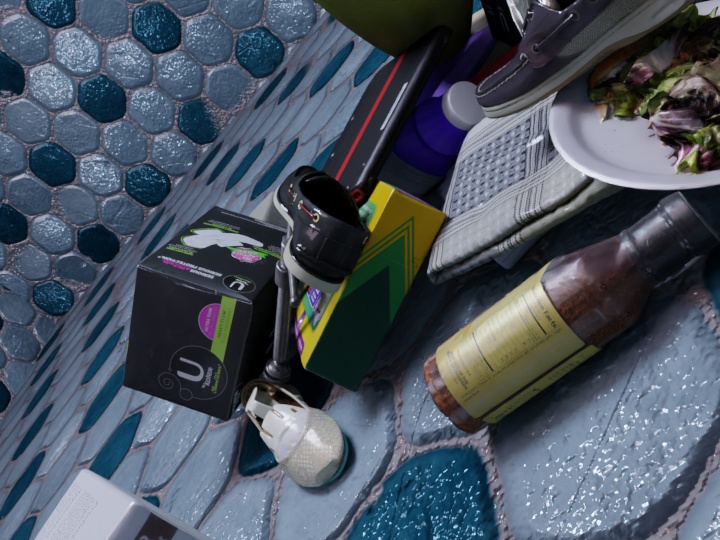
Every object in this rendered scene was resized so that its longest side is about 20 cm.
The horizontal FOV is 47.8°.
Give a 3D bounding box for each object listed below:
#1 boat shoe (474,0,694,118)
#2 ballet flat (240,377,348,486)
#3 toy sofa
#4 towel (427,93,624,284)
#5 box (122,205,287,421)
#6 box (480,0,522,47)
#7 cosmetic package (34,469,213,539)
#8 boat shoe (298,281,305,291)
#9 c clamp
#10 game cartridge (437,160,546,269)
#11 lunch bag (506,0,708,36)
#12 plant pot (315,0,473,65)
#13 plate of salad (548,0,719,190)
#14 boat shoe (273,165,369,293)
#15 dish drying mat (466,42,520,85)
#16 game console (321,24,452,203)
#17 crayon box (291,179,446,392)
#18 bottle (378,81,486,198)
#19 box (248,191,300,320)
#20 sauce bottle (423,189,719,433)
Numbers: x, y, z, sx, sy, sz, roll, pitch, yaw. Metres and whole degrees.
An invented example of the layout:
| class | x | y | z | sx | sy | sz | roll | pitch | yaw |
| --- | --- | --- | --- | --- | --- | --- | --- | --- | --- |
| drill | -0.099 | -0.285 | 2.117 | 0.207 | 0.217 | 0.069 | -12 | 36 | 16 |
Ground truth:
| class | x | y | z | sx | sy | sz | roll | pitch | yaw |
| --- | --- | --- | --- | --- | --- | --- | --- | --- | --- |
| boat shoe | 0.147 | -0.174 | 0.562 | 0.200 | 0.065 | 0.072 | -27 | 21 | 52 |
| ballet flat | -0.073 | 0.146 | 0.756 | 0.068 | 0.062 | 0.200 | -63 | 21 | -5 |
| toy sofa | 0.104 | -0.227 | 0.964 | 0.200 | 0.098 | 0.083 | -58 | 20 | -18 |
| towel | 0.136 | -0.097 | 0.655 | 0.200 | 0.035 | 0.193 | -31 | 28 | 44 |
| box | -0.152 | 0.039 | 0.890 | 0.200 | 0.124 | 0.149 | -57 | -17 | -65 |
| box | 0.169 | -0.349 | 0.847 | 0.106 | 0.200 | 0.122 | -23 | 24 | 3 |
| cosmetic package | -0.170 | 0.268 | 0.608 | 0.165 | 0.165 | 0.200 | -60 | 20 | -19 |
| boat shoe | -0.030 | -0.062 | 1.020 | 0.200 | 0.065 | 0.072 | -57 | 20 | -14 |
| c clamp | -0.075 | 0.033 | 0.774 | 0.200 | 0.027 | 0.171 | 100 | 171 | -45 |
| game cartridge | 0.141 | -0.088 | 0.731 | 0.133 | 0.042 | 0.200 | -44 | 21 | 10 |
| lunch bag | 0.197 | -0.294 | 0.694 | 0.164 | 0.118 | 0.200 | -16 | 70 | 2 |
| plant pot | 0.045 | -0.309 | 0.866 | 0.187 | 0.200 | 0.187 | -9 | 66 | 22 |
| plate of salad | 0.218 | -0.127 | 0.523 | 0.200 | 0.048 | 0.200 | -18 | 40 | 15 |
| boat shoe | -0.032 | -0.052 | 0.712 | 0.063 | 0.074 | 0.201 | -60 | 18 | 18 |
| dish drying mat | 0.184 | -0.205 | 0.802 | 0.200 | 0.018 | 0.077 | -31 | 67 | 46 |
| game console | 0.016 | -0.145 | 0.842 | 0.200 | 0.031 | 0.177 | -63 | 18 | -13 |
| crayon box | 0.000 | 0.000 | 0.778 | 0.173 | 0.058 | 0.200 | -62 | 12 | 6 |
| bottle | 0.064 | -0.131 | 0.865 | 0.200 | 0.083 | 0.065 | -38 | 32 | 60 |
| box | -0.125 | -0.007 | 1.097 | 0.078 | 0.095 | 0.200 | -40 | 21 | 31 |
| sauce bottle | 0.130 | 0.027 | 0.515 | 0.200 | 0.066 | 0.066 | -39 | 23 | 21 |
